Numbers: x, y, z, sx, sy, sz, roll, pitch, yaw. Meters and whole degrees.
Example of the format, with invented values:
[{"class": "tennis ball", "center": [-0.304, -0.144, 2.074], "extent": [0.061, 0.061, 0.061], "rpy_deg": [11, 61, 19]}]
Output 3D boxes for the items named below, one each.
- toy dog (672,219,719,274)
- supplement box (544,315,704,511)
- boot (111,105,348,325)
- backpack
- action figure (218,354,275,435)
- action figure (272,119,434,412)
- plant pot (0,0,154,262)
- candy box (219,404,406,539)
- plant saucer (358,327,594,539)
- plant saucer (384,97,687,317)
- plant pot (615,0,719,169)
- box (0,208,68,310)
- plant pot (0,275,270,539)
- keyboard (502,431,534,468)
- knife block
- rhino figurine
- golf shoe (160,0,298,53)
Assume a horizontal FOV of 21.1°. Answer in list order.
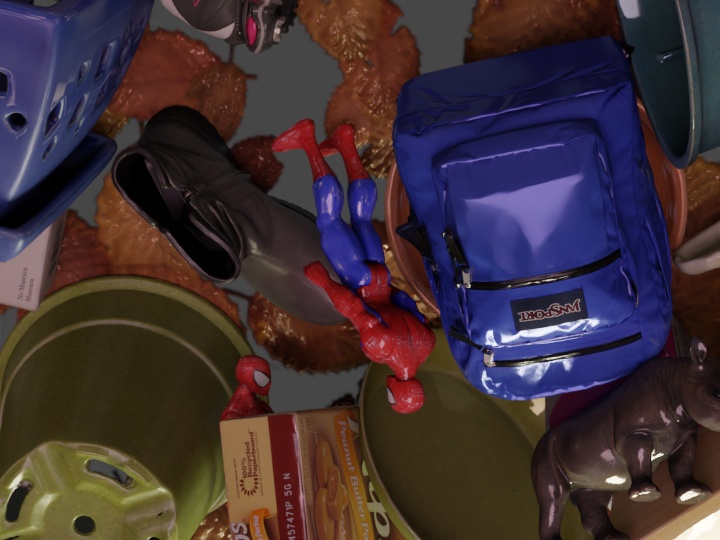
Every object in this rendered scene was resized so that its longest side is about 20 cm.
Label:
[{"class": "toy dog", "center": [0.322, 0.045, 1.270], "extent": [0.194, 0.139, 0.200], "rpy_deg": [-35, 111, -31]}, {"class": "supplement box", "center": [0.223, 0.134, 1.315], "extent": [0.101, 0.103, 0.200], "rpy_deg": [-37, 103, 17]}, {"class": "boot", "center": [-0.082, -0.016, 1.259], "extent": [0.200, 0.131, 0.068], "rpy_deg": [43, 108, -12]}, {"class": "backpack", "center": [0.106, -0.017, 1.193], "extent": [0.162, 0.168, 0.200], "rpy_deg": [-8, 117, 12]}, {"class": "action figure", "center": [-0.065, 0.151, 1.282], "extent": [0.052, 0.065, 0.200], "rpy_deg": [-2, 108, 13]}, {"class": "action figure", "center": [0.000, 0.000, 1.241], "extent": [0.052, 0.065, 0.200], "rpy_deg": [-37, 63, 31]}, {"class": "plant pot", "center": [-0.250, -0.124, 1.189], "extent": [0.200, 0.200, 0.180], "rpy_deg": [16, 117, 6]}, {"class": "candy box", "center": [-0.023, 0.147, 1.246], "extent": [0.055, 0.200, 0.116], "rpy_deg": [-7, 86, 20]}, {"class": "plant saucer", "center": [0.073, 0.131, 1.271], "extent": [0.200, 0.200, 0.031], "rpy_deg": [39, 130, -11]}, {"class": "plant saucer", "center": [0.116, -0.046, 1.287], "extent": [0.200, 0.037, 0.200], "rpy_deg": [1, 112, 3]}, {"class": "plant pot", "center": [0.264, -0.180, 1.154], "extent": [0.196, 0.200, 0.200], "rpy_deg": [-14, 110, 0]}, {"class": "box", "center": [-0.301, -0.040, 1.297], "extent": [0.200, 0.068, 0.082], "rpy_deg": [12, 112, -2]}, {"class": "plant pot", "center": [-0.170, 0.129, 1.289], "extent": [0.200, 0.190, 0.200], "rpy_deg": [1, 111, 4]}, {"class": "keyboard", "center": [0.077, 0.152, 1.344], "extent": [0.200, 0.040, 0.104], "rpy_deg": [27, 90, 0]}, {"class": "knife block", "center": [0.246, 0.113, 1.172], "extent": [0.200, 0.064, 0.176], "rpy_deg": [1, 133, 14]}, {"class": "rhino figurine", "center": [0.176, 0.101, 1.173], "extent": [0.060, 0.088, 0.200], "rpy_deg": [15, 140, -35]}, {"class": "golf shoe", "center": [-0.070, -0.238, 1.207], "extent": [0.088, 0.077, 0.200], "rpy_deg": [17, 110, 7]}]
